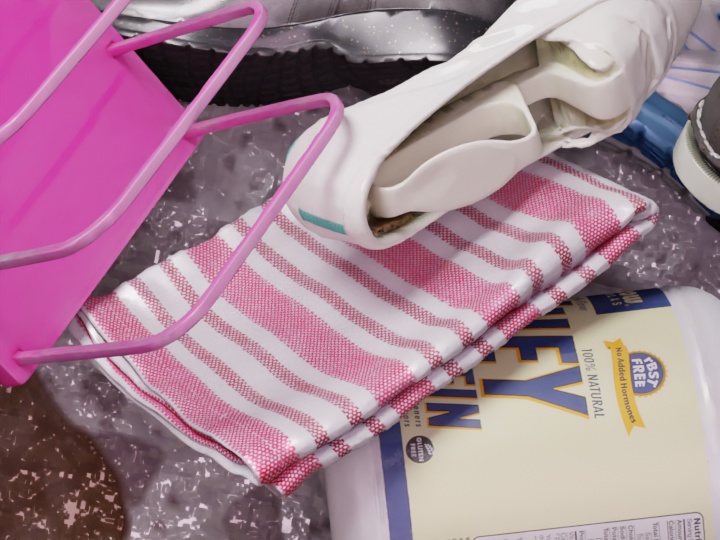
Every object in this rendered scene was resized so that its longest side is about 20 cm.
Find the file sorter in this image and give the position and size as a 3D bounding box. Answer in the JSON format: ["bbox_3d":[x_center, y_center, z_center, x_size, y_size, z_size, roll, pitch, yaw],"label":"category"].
[{"bbox_3d":[-0.123,-0.080,0.742,0.200,0.125,0.139,49,56,-25],"label":"file sorter"}]

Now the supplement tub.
[{"bbox_3d":[0.085,0.084,0.833,0.198,0.145,0.146,-7,90,-2],"label":"supplement tub"}]

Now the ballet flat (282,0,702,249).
[{"bbox_3d":[0.065,-0.064,0.796,0.199,0.069,0.070,-31,91,-13],"label":"ballet flat"}]

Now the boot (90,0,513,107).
[{"bbox_3d":[-0.026,-0.140,0.875,0.198,0.070,0.133,4,75,7],"label":"boot"}]

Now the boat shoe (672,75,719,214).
[{"bbox_3d":[0.205,-0.089,0.833,0.072,0.061,0.201,41,53,18],"label":"boat shoe"}]

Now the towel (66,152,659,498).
[{"bbox_3d":[0.000,0.000,0.809,0.199,0.146,0.030,-34,128,-22],"label":"towel"}]

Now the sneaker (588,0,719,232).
[{"bbox_3d":[0.158,-0.068,0.873,0.200,0.075,0.087,36,83,-2],"label":"sneaker"}]
